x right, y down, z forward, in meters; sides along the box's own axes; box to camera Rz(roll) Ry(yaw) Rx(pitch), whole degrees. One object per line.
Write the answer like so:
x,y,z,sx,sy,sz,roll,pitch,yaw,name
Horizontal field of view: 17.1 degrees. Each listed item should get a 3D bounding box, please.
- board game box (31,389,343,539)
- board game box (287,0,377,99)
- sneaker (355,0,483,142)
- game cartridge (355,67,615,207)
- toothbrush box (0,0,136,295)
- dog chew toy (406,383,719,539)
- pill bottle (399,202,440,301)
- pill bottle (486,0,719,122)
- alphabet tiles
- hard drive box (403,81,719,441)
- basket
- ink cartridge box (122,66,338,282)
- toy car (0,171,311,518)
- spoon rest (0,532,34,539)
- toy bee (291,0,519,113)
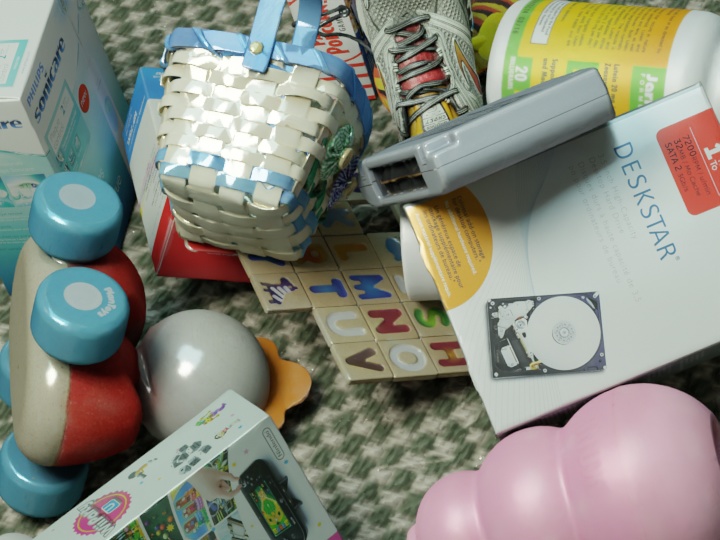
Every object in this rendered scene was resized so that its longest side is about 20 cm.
-0.112,0.192,1.443,0.200,0.148,0.064,-37,28,-15,board game box
-0.014,-0.252,1.834,0.046,0.152,0.200,-4,46,15,board game box
0.052,-0.132,1.653,0.078,0.200,0.082,-18,28,8,sneaker
0.079,-0.082,1.474,0.133,0.042,0.200,-20,3,-12,game cartridge
-0.234,-0.102,1.732,0.085,0.200,0.147,-3,46,16,toothbrush box
0.124,0.143,1.440,0.199,0.125,0.125,-16,44,14,dog chew toy
0.129,-0.026,1.585,0.199,0.111,0.111,-4,47,7,pill bottle
0.198,-0.128,1.671,0.199,0.111,0.111,7,51,25,pill bottle
0.000,0.000,1.623,0.167,0.008,0.200,-3,45,-28,alphabet tiles
0.148,-0.003,1.483,0.199,0.077,0.156,-23,79,3,hard drive box
-0.059,-0.117,1.569,0.139,0.176,0.201,8,75,6,basket
-0.094,-0.055,1.701,0.116,0.067,0.200,4,41,-20,ink cartridge box
-0.133,0.057,1.605,0.199,0.185,0.177,6,42,-15,toy car
-0.227,0.244,1.460,0.060,0.100,0.200,-10,32,22,spoon rest
0.046,-0.147,1.757,0.199,0.109,0.131,-17,-1,-18,toy bee
